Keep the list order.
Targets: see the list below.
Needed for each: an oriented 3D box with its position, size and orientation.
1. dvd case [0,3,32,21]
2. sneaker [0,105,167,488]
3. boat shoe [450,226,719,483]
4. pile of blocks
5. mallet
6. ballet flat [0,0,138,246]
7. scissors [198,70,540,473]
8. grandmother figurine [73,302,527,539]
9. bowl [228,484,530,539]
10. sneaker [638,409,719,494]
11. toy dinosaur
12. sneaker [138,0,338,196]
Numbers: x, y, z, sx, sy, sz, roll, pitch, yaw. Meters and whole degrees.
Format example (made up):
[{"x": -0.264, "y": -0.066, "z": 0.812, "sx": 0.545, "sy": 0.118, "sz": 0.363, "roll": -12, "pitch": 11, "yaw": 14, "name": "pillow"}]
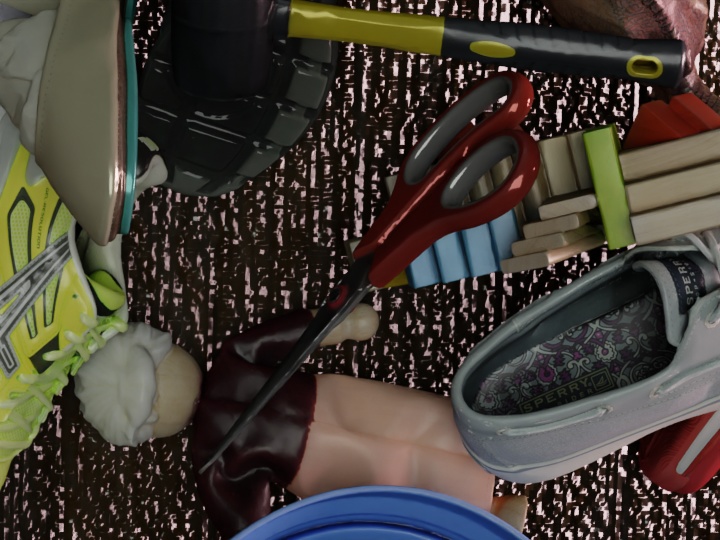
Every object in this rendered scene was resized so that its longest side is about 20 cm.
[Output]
[{"x": -0.238, "y": -0.151, "z": 0.824, "sx": 0.199, "sy": 0.016, "sz": 0.150, "roll": -8, "pitch": 96, "yaw": -8, "name": "dvd case"}, {"x": -0.140, "y": 0.025, "z": 0.814, "sx": 0.076, "sy": 0.075, "sz": 0.201, "roll": 18, "pitch": 94, "yaw": 22, "name": "sneaker"}, {"x": 0.127, "y": 0.021, "z": 0.809, "sx": 0.200, "sy": 0.072, "sz": 0.070, "roll": -28, "pitch": 64, "yaw": 4, "name": "boat shoe"}, {"x": 0.064, "y": -0.035, "z": 0.812, "sx": 0.199, "sy": 0.082, "sz": 0.063, "roll": -12, "pitch": 94, "yaw": 35, "name": "pile of blocks"}, {"x": 0.022, "y": -0.082, "z": 0.780, "sx": 0.199, "sy": 0.041, "sz": 0.066, "roll": 13, "pitch": 119, "yaw": -2, "name": "mallet"}, {"x": -0.113, "y": -0.094, "z": 0.783, "sx": 0.069, "sy": 0.070, "sz": 0.201, "roll": 8, "pitch": 51, "yaw": -10, "name": "ballet flat"}, {"x": 0.000, "y": 0.000, "z": 0.815, "sx": 0.014, "sy": 0.073, "sz": 0.200, "roll": 33, "pitch": 113, "yaw": -33, "name": "scissors"}, {"x": -0.027, "y": 0.071, "z": 0.859, "sx": 0.199, "sy": 0.061, "sz": 0.122, "roll": 18, "pitch": 64, "yaw": -7, "name": "grandmother figurine"}, {"x": 0.008, "y": 0.186, "z": 0.788, "sx": 0.199, "sy": 0.039, "sz": 0.202, "roll": 5, "pitch": 69, "yaw": -13, "name": "bowl"}, {"x": 0.220, "y": 0.042, "z": 0.883, "sx": 0.115, "sy": 0.078, "sz": 0.200, "roll": 41, "pitch": 89, "yaw": -9, "name": "sneaker"}, {"x": 0.116, "y": -0.104, "z": 0.819, "sx": 0.086, "sy": 0.200, "sz": 0.136, "roll": -33, "pitch": 59, "yaw": 19, "name": "toy dinosaur"}, {"x": -0.038, "y": -0.125, "z": 0.834, "sx": 0.075, "sy": 0.079, "sz": 0.201, "roll": 19, "pitch": 112, "yaw": -15, "name": "sneaker"}]
